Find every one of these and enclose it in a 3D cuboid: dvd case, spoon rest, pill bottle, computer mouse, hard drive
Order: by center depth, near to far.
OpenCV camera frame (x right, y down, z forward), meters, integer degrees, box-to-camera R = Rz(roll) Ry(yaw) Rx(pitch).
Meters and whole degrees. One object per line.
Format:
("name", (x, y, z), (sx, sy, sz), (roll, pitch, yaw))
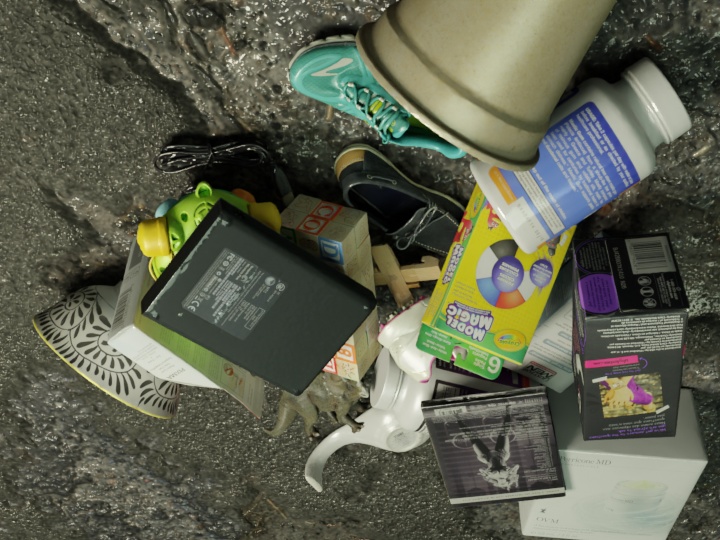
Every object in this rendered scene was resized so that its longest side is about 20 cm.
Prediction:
("pill bottle", (0.216, -0.115, 1.020), (0.199, 0.113, 0.112), (-34, 126, 11))
("hard drive", (-0.100, 0.034, 1.055), (0.199, 0.033, 0.140), (32, 108, -28))
("computer mouse", (-0.134, -0.064, 1.151), (0.139, 0.046, 0.202), (-7, 125, 10))
("dvd case", (0.165, 0.218, 1.269), (0.147, 0.016, 0.201), (-9, 130, 12))
("pill bottle", (0.117, 0.153, 1.301), (0.198, 0.113, 0.113), (14, 134, -11))
("spoon rest", (0.013, 0.229, 1.429), (0.199, 0.061, 0.100), (-29, 130, 10))

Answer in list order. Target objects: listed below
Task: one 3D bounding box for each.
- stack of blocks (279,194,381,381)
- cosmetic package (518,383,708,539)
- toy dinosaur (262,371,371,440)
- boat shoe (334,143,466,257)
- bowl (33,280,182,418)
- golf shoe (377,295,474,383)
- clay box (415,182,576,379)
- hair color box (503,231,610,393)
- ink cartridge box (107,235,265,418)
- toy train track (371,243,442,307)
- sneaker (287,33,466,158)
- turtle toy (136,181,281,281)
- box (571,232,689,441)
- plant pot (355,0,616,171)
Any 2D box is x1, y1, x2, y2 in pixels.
("stack of blocks", (-0.046, 0.018, 1.156), (0.114, 0.059, 0.202), (16, 134, 24))
("cosmetic package", (0.325, 0.256, 1.387), (0.197, 0.124, 0.201), (5, 133, -2))
("toy dinosaur", (-0.050, 0.163, 1.360), (0.198, 0.077, 0.103), (-15, 115, 35))
("boat shoe", (0.052, -0.061, 1.131), (0.199, 0.063, 0.074), (33, 125, -28))
("bowl", (-0.271, 0.075, 1.224), (0.200, 0.201, 0.095), (37, 91, -29))
("golf shoe", (0.119, 0.051, 1.181), (0.199, 0.092, 0.075), (-33, 167, -1))
("clay box", (0.146, 0.011, 1.124), (0.114, 0.048, 0.202), (22, 88, -19))
("hair color box", (0.259, 0.053, 1.234), (0.098, 0.061, 0.200), (25, 130, -20))
("ink cartridge box", (-0.188, 0.066, 1.194), (0.047, 0.161, 0.200), (-29, 127, 26))
("toy train track", (0.000, 0.000, 1.213), (0.198, 0.033, 0.115), (-6, 140, 20))
("sneaker", (0.025, -0.167, 1.016), (0.198, 0.080, 0.078), (17, 133, -13))
("turtle toy", (-0.154, -0.006, 1.099), (0.144, 0.101, 0.202), (-8, 122, -9))
("box", (0.285, 0.074, 1.125), (0.105, 0.123, 0.201), (-4, 134, 7))
("plant pot", (0.126, -0.221, 0.898), (0.199, 0.201, 0.184), (25, 120, -21))
